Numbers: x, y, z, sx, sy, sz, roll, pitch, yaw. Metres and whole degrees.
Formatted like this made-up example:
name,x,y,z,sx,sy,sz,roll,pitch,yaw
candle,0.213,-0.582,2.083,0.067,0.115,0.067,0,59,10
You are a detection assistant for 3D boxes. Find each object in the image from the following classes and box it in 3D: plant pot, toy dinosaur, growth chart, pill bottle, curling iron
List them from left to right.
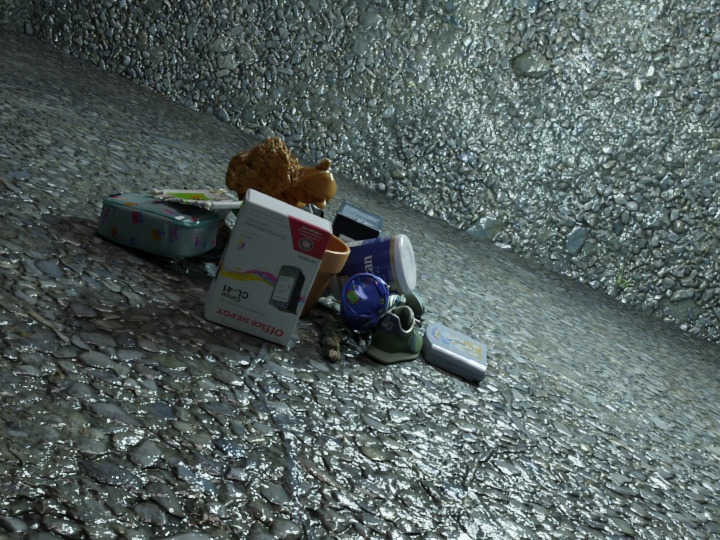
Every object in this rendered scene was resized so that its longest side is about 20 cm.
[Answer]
name,x,y,z,sx,sy,sz,roll,pitch,yaw
growth chart,-0.277,-0.127,1.574,0.143,0.018,0.198,-5,14,-41
plant pot,-0.132,-0.010,1.582,0.197,0.142,0.200,22,13,-5
toy dinosaur,-0.032,0.107,1.504,0.086,0.048,0.200,13,11,-12
pill bottle,0.000,0.000,1.686,0.196,0.114,0.111,-9,3,18
curling iron,0.038,0.083,1.790,0.196,0.026,0.050,16,-8,-11

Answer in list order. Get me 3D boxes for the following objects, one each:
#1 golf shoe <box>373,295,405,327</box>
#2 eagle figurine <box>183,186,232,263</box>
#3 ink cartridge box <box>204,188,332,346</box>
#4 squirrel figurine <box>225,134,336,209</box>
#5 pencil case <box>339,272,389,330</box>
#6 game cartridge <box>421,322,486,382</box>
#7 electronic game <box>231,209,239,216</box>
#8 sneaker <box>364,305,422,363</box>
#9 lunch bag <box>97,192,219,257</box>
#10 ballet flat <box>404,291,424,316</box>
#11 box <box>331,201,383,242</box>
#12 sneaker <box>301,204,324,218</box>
name,x,y,z,sx,sy,sz,roll,pitch,yaw
golf shoe,0.043,0.041,1.752,0.095,0.080,0.201,11,33,1
eagle figurine,-0.276,-0.075,1.710,0.150,0.151,0.202,-26,72,-20
ink cartridge box,-0.146,-0.004,1.384,0.145,0.203,0.086,19,13,-13
squirrel figurine,-0.144,-0.166,1.648,0.183,0.145,0.200,10,-7,24
pencil case,0.006,0.056,1.542,0.085,0.079,0.200,-19,-8,-6
game cartridge,0.181,0.155,1.716,0.131,0.042,0.200,28,12,2
electronic game,-0.191,-0.075,1.855,0.199,0.042,0.200,37,-10,7
sneaker,0.077,0.108,1.584,0.066,0.091,0.199,26,12,20
lunch bag,-0.360,-0.087,1.579,0.196,0.079,0.160,15,15,11
ballet flat,0.063,0.058,1.886,0.063,0.069,0.200,-15,28,-24
box,-0.024,-0.055,1.956,0.105,0.151,0.200,22,12,-2
sneaker,-0.107,-0.103,1.874,0.066,0.090,0.202,35,-23,37
